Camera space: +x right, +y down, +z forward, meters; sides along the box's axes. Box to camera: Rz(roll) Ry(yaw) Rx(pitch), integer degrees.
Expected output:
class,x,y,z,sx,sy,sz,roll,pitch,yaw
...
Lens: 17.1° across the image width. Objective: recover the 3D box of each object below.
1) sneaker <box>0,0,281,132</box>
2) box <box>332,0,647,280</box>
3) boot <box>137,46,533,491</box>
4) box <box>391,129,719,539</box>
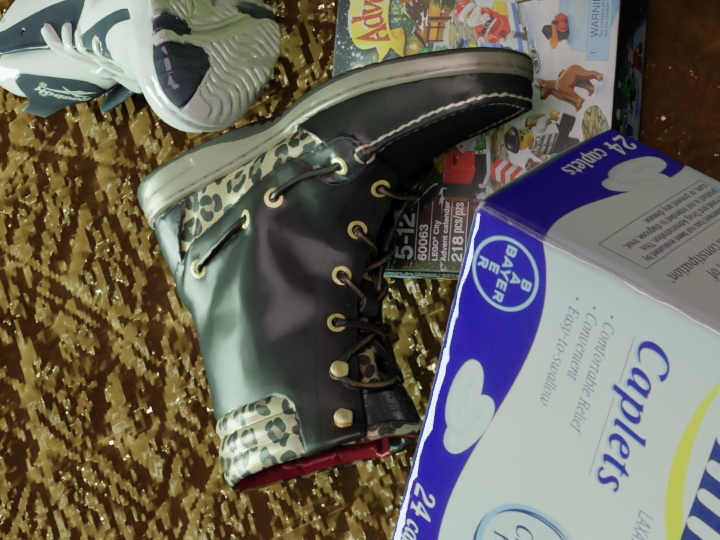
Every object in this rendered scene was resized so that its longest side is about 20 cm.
class,x,y,z,sx,sy,sz,roll,pitch,yaw
sneaker,-0.111,-0.099,1.095,0.130,0.079,0.199,-48,40,25
box,0.056,-0.095,1.061,0.136,0.038,0.200,2,84,25
boot,0.000,0.000,1.013,0.200,0.073,0.151,-20,74,28
box,0.131,0.077,0.932,0.200,0.105,0.184,28,123,25
